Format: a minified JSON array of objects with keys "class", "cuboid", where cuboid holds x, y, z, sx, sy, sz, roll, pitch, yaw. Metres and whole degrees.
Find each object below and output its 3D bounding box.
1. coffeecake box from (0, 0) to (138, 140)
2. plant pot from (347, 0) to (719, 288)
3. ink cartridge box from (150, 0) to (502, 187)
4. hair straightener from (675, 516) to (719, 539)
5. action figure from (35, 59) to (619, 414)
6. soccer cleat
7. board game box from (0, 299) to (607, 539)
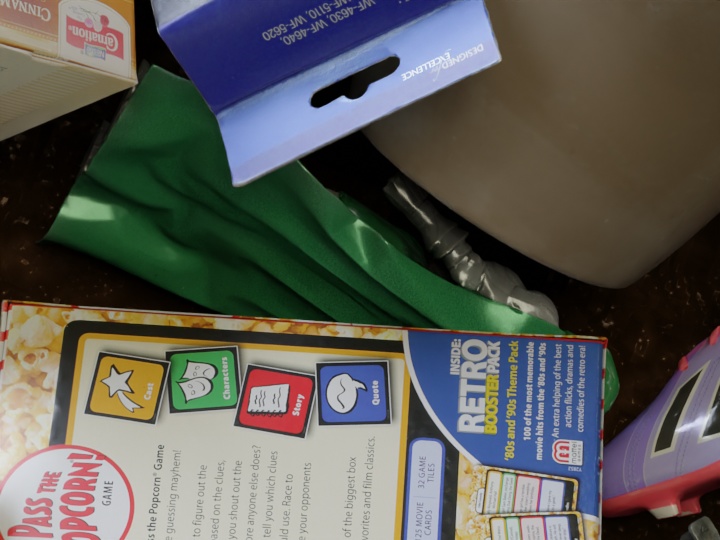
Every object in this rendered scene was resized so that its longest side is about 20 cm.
[{"class":"coffeecake box","cuboid":[-0.151,-0.140,0.978,0.073,0.153,0.201,14,66,-45]},{"class":"plant pot","cuboid":[0.090,-0.096,0.989,0.200,0.200,0.174,32,104,0]},{"class":"ink cartridge box","cuboid":[-0.025,-0.133,0.949,0.099,0.039,0.201,-25,57,16]},{"class":"hair straightener","cuboid":[0.120,0.112,0.998,0.199,0.077,0.041,-7,65,-13]},{"class":"action figure","cuboid":[0.000,0.000,1.008,0.199,0.118,0.055,28,57,-11]},{"class":"soccer cleat","cuboid":[0.159,0.020,1.011,0.199,0.067,0.077,-29,79,16]},{"class":"board game box","cuboid":[-0.023,0.090,0.946,0.199,0.046,0.152,4,59,1]}]
